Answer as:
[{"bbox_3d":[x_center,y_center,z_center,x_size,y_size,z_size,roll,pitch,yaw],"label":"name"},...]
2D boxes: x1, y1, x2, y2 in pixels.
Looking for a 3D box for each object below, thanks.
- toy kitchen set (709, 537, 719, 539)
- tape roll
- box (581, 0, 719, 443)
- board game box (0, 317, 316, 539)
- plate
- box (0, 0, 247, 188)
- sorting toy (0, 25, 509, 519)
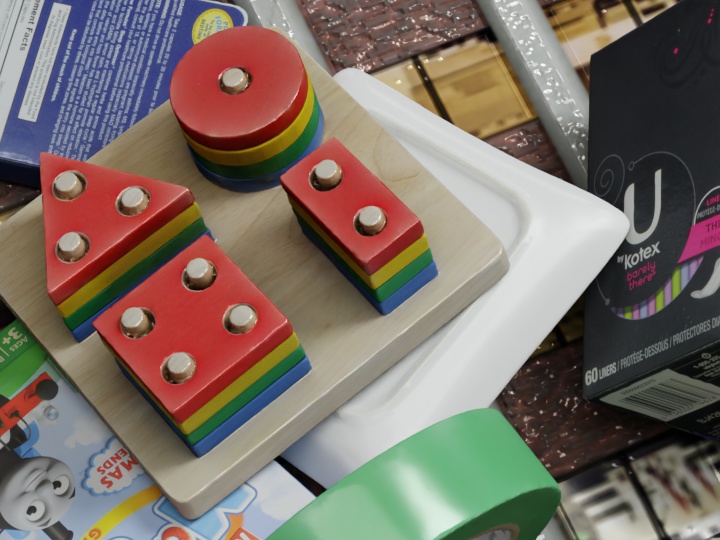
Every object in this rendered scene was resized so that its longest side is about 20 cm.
[{"bbox_3d":[0.251,0.192,1.114,0.180,0.164,0.200,-1,45,-1],"label":"toy kitchen set"},{"bbox_3d":[0.000,0.145,1.136,0.200,0.201,0.048,-34,73,-17],"label":"tape roll"},{"bbox_3d":[0.188,-0.029,1.253,0.106,0.122,0.201,19,61,-30],"label":"box"},{"bbox_3d":[-0.133,0.111,1.207,0.151,0.037,0.200,-40,59,-19],"label":"board game box"},{"bbox_3d":[0.000,0.000,1.250,0.199,0.032,0.200,31,73,31],"label":"plate"},{"bbox_3d":[-0.169,-0.104,1.329,0.199,0.032,0.122,12,66,4],"label":"box"},{"bbox_3d":[-0.068,-0.019,1.212,0.200,0.070,0.199,-38,57,-10],"label":"sorting toy"}]
